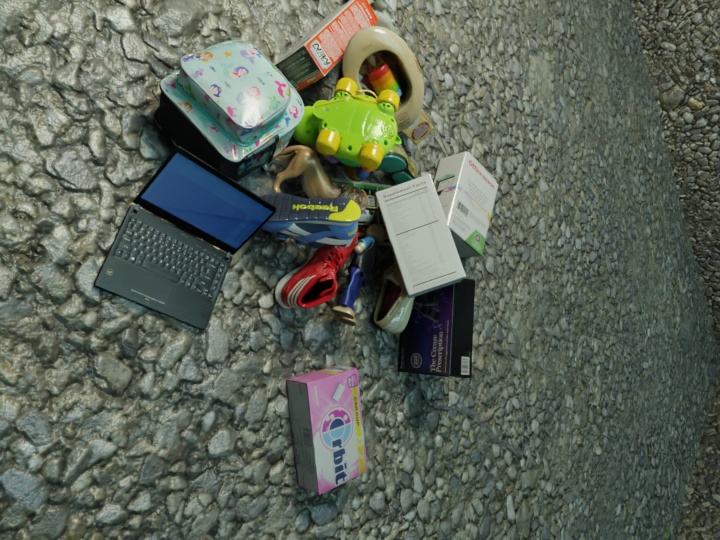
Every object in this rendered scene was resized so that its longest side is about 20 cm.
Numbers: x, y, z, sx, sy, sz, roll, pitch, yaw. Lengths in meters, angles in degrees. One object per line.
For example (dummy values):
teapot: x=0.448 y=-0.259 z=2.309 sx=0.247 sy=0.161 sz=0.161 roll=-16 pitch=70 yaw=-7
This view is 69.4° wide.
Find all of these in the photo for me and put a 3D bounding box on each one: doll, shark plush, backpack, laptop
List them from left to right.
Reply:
laptop: x=-0.245 y=-0.037 z=0.752 sx=0.177 sy=0.103 sz=0.201 roll=31 pitch=66 yaw=-36
backpack: x=-0.186 y=-0.249 z=0.791 sx=0.178 sy=0.151 sz=0.200 roll=46 pitch=47 yaw=1
doll: x=0.000 y=0.000 z=0.975 sx=0.137 sy=0.048 sz=0.201 roll=82 pitch=25 yaw=-66
shark plush: x=0.048 y=-0.535 z=1.098 sx=0.199 sy=0.091 sz=0.084 roll=12 pitch=48 yaw=-37

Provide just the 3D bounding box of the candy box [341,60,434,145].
candy box: x=0.057 y=-0.356 z=1.056 sx=0.199 sy=0.055 sz=0.116 roll=33 pitch=27 yaw=-37

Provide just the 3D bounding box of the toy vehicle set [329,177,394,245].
toy vehicle set: x=0.005 y=-0.113 z=1.042 sx=0.199 sy=0.026 sz=0.125 roll=-2 pitch=88 yaw=-43

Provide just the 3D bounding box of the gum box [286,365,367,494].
gum box: x=-0.057 y=0.282 z=0.921 sx=0.113 sy=0.066 sz=0.202 roll=-7 pitch=91 yaw=-41

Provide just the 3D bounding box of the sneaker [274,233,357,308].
sneaker: x=-0.050 y=-0.003 z=0.902 sx=0.200 sy=0.115 sz=0.078 roll=-52 pitch=121 yaw=-19

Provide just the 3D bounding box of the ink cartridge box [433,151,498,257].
ink cartridge box: x=0.236 y=-0.152 z=1.221 sx=0.144 sy=0.084 sz=0.201 roll=33 pitch=65 yaw=-36

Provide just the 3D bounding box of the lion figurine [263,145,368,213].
lion figurine: x=-0.079 y=-0.152 z=0.903 sx=0.200 sy=0.122 sz=0.073 roll=50 pitch=12 yaw=-34

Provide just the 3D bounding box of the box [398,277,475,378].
box: x=0.158 y=0.117 z=1.088 sx=0.078 sy=0.141 sz=0.202 roll=12 pitch=78 yaw=-39

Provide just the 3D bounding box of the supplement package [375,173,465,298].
supplement package: x=0.112 y=-0.061 z=0.987 sx=0.110 sy=0.113 sz=0.202 roll=46 pitch=26 yaw=-82

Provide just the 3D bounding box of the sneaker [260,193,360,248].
sneaker: x=-0.100 y=-0.076 z=0.865 sx=0.083 sy=0.198 sz=0.074 roll=92 pitch=6 yaw=-47

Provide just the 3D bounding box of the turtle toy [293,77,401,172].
turtle toy: x=-0.026 y=-0.241 z=0.892 sx=0.198 sy=0.101 sz=0.147 roll=16 pitch=70 yaw=3

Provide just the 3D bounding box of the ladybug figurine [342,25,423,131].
ladybug figurine: x=0.039 y=-0.341 z=0.934 sx=0.135 sy=0.072 sz=0.201 roll=-28 pitch=128 yaw=5

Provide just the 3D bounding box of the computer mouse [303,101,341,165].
computer mouse: x=-0.069 y=-0.254 z=0.982 sx=0.199 sy=0.034 sz=0.059 roll=33 pitch=64 yaw=-37

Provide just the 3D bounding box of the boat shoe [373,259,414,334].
boat shoe: x=0.078 y=0.026 z=1.063 sx=0.069 sy=0.073 sz=0.202 roll=25 pitch=74 yaw=-39

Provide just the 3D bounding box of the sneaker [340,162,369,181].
sneaker: x=0.006 y=-0.259 z=1.006 sx=0.088 sy=0.075 sz=0.202 roll=20 pitch=60 yaw=-52

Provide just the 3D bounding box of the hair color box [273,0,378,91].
hair color box: x=-0.063 y=-0.413 z=0.949 sx=0.064 sy=0.110 sz=0.200 roll=52 pitch=55 yaw=-26

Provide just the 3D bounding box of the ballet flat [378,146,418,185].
ballet flat: x=0.072 y=-0.224 z=1.057 sx=0.200 sy=0.070 sz=0.071 roll=24 pitch=68 yaw=-67
